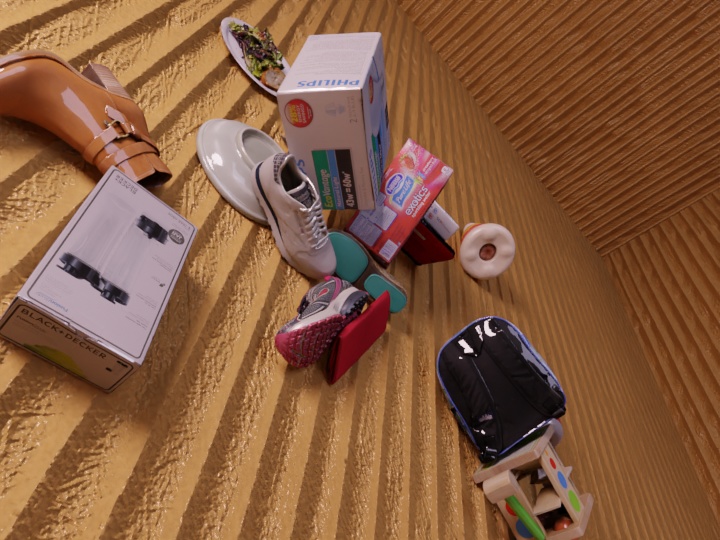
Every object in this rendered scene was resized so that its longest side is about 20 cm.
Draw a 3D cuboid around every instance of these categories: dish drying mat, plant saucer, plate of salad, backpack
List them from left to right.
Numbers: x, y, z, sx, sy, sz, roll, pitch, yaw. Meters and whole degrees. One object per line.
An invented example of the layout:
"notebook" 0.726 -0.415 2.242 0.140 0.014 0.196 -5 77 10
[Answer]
"plant saucer" -0.161 -0.166 0.856 0.199 0.050 0.202 38 33 -30
"plate of salad" -0.191 -0.429 1.090 0.199 0.048 0.202 37 34 -29
"dish drying mat" 0.002 0.094 0.820 0.018 0.078 0.200 18 22 18
"backpack" 0.230 0.191 0.953 0.202 0.182 0.147 56 5 11

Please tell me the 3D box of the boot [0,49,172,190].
"boot" -0.309 -0.149 0.602 0.157 0.076 0.200 58 21 -3

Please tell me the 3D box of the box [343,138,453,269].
"box" 0.064 -0.113 0.958 0.099 0.201 0.096 35 -8 3

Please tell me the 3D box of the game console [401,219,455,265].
"game console" 0.100 -0.117 1.135 0.199 0.171 0.120 40 64 -24

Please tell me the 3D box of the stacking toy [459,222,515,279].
"stacking toy" 0.311 -0.076 1.446 0.146 0.146 0.201 43 11 -19

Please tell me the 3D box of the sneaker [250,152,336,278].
"sneaker" -0.085 -0.074 0.800 0.077 0.080 0.202 -47 117 -38

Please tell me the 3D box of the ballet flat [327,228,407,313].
"ballet flat" 0.000 0.000 0.930 0.200 0.070 0.065 46 3 -23

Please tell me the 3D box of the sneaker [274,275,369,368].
"sneaker" -0.061 0.066 0.749 0.074 0.082 0.200 31 24 14

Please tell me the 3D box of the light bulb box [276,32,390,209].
"light bulb box" -0.030 -0.231 0.845 0.202 0.122 0.201 -78 164 -46

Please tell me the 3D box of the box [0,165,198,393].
"box" -0.246 0.001 0.536 0.116 0.060 0.202 38 32 -28

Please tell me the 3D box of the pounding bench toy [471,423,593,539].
"pounding bench toy" 0.273 0.373 0.873 0.199 0.124 0.158 -9 67 -59

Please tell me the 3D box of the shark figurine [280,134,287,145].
"shark figurine" -0.106 -0.256 0.981 0.088 0.218 0.128 21 40 31

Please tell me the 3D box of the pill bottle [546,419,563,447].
"pill bottle" 0.328 0.254 1.095 0.112 0.112 0.202 37 34 -29

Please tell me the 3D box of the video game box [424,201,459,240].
"video game box" 0.129 -0.143 1.185 0.182 0.047 0.200 45 4 0
